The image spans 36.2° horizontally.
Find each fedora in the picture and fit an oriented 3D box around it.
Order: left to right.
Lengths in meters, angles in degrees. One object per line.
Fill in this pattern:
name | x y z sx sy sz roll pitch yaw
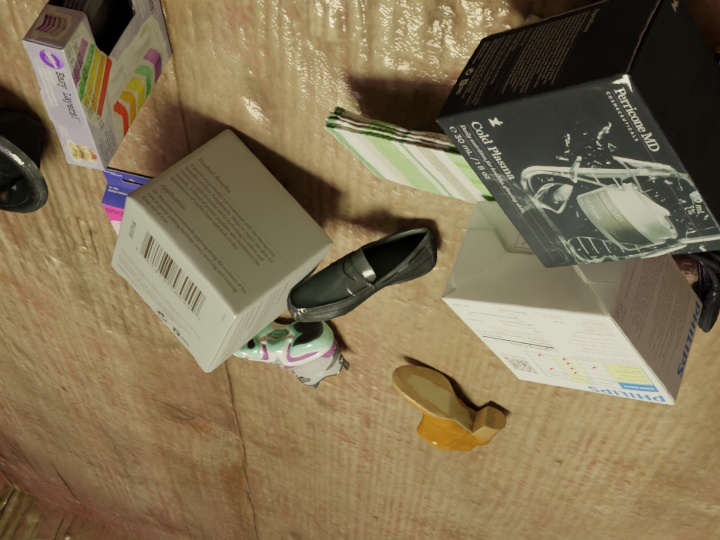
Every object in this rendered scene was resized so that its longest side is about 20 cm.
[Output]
fedora | -0.498 -0.167 1.517 0.200 0.092 0.201 18 149 11

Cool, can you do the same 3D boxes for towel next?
towel | 0.074 -0.118 1.181 0.199 0.031 0.149 17 170 32

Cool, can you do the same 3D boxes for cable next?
cable | 0.324 -0.002 1.227 0.163 0.051 0.200 18 152 22

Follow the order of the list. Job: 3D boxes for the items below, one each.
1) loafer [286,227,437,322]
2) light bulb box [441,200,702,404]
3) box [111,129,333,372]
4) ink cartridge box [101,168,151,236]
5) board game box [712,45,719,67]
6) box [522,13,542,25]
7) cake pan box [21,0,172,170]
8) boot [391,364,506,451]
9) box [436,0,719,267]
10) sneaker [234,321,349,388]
loafer | 0.000 0.000 1.349 0.070 0.200 0.068 78 166 -56
light bulb box | 0.227 0.033 1.162 0.198 0.125 0.200 6 155 38
box | -0.178 -0.022 1.378 0.199 0.171 0.200 47 151 7
ink cartridge box | -0.312 -0.066 1.599 0.094 0.037 0.200 14 146 18
board game box | 0.382 -0.100 1.015 0.199 0.057 0.166 23 148 5
box | 0.139 -0.173 1.095 0.039 0.042 0.200 27 151 -3
cake pan box | -0.270 -0.236 1.155 0.052 0.185 0.200 14 147 10
boot | 0.112 0.223 1.696 0.201 0.071 0.144 26 147 -12
box | 0.210 -0.116 0.957 0.196 0.124 0.200 -8 133 45
sneaker | -0.109 0.138 1.721 0.199 0.078 0.140 2 142 35
